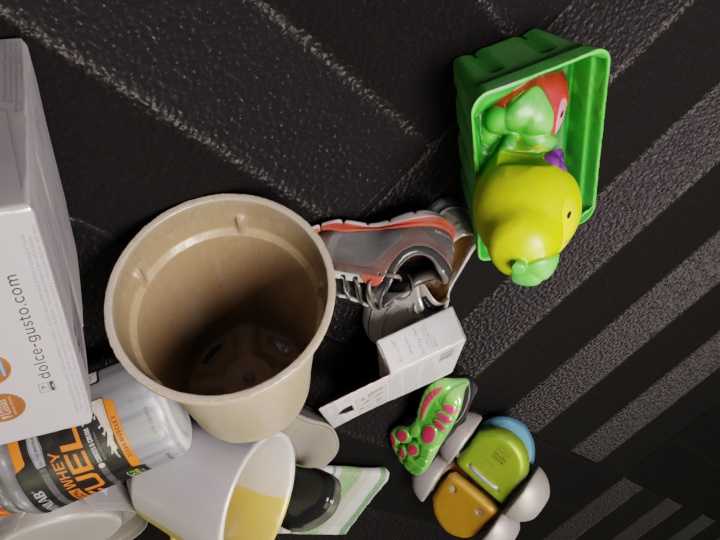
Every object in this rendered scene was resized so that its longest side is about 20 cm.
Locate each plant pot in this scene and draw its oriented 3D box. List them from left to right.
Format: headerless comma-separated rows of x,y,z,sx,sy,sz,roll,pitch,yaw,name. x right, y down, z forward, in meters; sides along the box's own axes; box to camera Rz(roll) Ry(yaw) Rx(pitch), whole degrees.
-0.117,0.067,0.722,0.196,0.204,0.185,-17,148,-11,plant pot

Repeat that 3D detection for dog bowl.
-0.343,0.282,0.864,0.195,0.060,0.202,-17,151,-10,dog bowl

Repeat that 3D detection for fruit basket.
0.158,-0.085,0.694,0.152,0.218,0.218,-20,138,-7,fruit basket

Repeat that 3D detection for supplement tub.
-0.276,0.159,0.760,0.196,0.124,0.124,-22,138,-6,supplement tub

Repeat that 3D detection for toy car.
0.187,0.297,1.137,0.149,0.174,0.203,-31,154,-53,toy car

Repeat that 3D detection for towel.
-0.069,0.326,1.111,0.196,0.031,0.151,15,120,-35,towel

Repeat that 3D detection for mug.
-0.176,0.248,0.836,0.149,0.149,0.191,38,66,-66,mug

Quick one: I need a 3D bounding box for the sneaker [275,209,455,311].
0.000,0.000,0.759,0.195,0.083,0.078,-15,139,13,sneaker

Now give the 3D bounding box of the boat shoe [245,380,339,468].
-0.087,0.188,0.950,0.067,0.057,0.200,-43,142,-1,boat shoe

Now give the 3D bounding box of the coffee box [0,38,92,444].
-0.304,-0.011,0.520,0.193,0.202,0.203,-11,136,-16,coffee box

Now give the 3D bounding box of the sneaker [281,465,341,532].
-0.119,0.257,0.925,0.196,0.078,0.114,-2,148,40,sneaker

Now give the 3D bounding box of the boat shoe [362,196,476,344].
0.067,0.019,0.844,0.070,0.071,0.202,11,125,-35,boat shoe

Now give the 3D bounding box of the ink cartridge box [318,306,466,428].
0.031,0.118,0.886,0.170,0.044,0.201,-23,163,-4,ink cartridge box

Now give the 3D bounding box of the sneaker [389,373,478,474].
0.103,0.211,1.046,0.082,0.078,0.201,-17,152,-37,sneaker
